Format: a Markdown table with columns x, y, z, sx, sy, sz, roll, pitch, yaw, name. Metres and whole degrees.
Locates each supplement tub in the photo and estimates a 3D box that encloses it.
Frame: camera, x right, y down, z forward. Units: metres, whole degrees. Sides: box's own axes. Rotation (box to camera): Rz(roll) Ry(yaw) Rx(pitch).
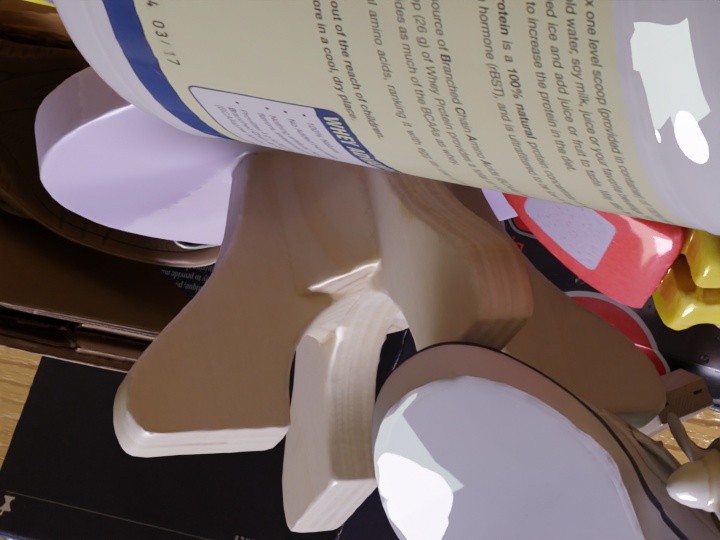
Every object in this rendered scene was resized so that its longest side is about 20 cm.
| x | y | z | sx | sy | sz | roll | pitch | yaw | name |
| --- | --- | --- | --- | --- | --- | --- | --- | --- | --- |
| 0.046 | -0.087 | 0.576 | 0.199 | 0.146 | 0.145 | 12 | 165 | 30 | supplement tub |

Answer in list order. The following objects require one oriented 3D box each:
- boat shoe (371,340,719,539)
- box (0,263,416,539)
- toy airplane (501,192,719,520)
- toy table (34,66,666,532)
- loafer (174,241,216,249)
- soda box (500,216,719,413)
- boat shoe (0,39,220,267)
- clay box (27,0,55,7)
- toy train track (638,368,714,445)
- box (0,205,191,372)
| x | y | z | sx | sy | sz | roll | pitch | yaw | name |
| --- | --- | --- | --- | --- | --- | --- | --- | --- | --- |
| 0.069 | 0.073 | 0.863 | 0.072 | 0.066 | 0.200 | -35 | 129 | 21 | boat shoe |
| -0.037 | 0.057 | 1.188 | 0.199 | 0.183 | 0.104 | 9 | 163 | 40 | box |
| 0.158 | 0.007 | 0.790 | 0.198 | 0.142 | 0.200 | -13 | 135 | 28 | toy airplane |
| 0.000 | 0.000 | 0.896 | 0.199 | 0.118 | 0.184 | -6 | 156 | -12 | toy table |
| -0.030 | -0.048 | 1.004 | 0.070 | 0.070 | 0.200 | 22 | 166 | -10 | loafer |
| 0.097 | 0.001 | 1.014 | 0.199 | 0.071 | 0.063 | 17 | 166 | 10 | soda box |
| -0.135 | -0.056 | 1.134 | 0.199 | 0.072 | 0.065 | 21 | 175 | 6 | boat shoe |
| -0.125 | -0.128 | 0.872 | 0.199 | 0.048 | 0.115 | 13 | 165 | 22 | clay box |
| 0.074 | 0.063 | 1.039 | 0.114 | 0.033 | 0.200 | -19 | 171 | -24 | toy train track |
| -0.161 | -0.018 | 1.138 | 0.163 | 0.021 | 0.200 | 13 | -160 | -40 | box |
